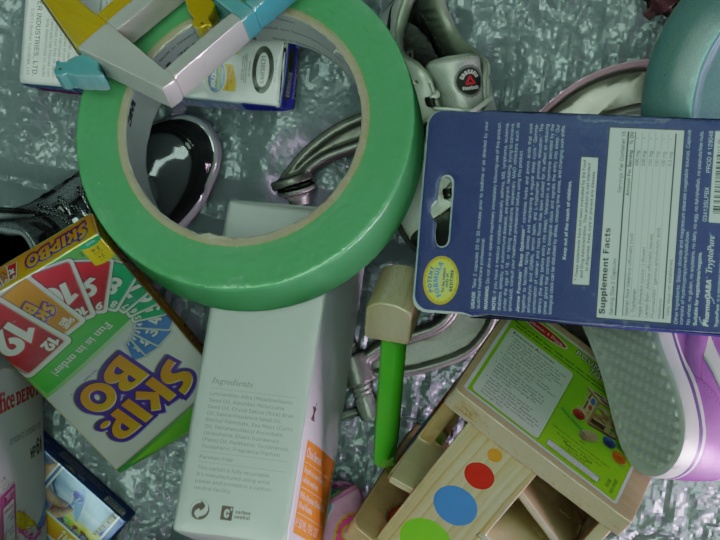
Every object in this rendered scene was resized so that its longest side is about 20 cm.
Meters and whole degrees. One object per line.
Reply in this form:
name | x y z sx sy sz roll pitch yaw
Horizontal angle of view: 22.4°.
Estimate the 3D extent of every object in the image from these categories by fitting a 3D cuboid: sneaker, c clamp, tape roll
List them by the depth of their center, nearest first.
tape roll | -0.064 -0.078 1.061 0.200 0.048 0.201 -2 73 8
sneaker | 0.194 0.030 1.096 0.114 0.073 0.201 5 69 -36
sneaker | 0.052 -0.084 1.099 0.074 0.089 0.200 -13 66 -21
sneaker | -0.176 -0.029 1.144 0.200 0.114 0.076 -34 91 5
c clamp | 0.000 0.000 1.177 0.170 0.027 0.201 -12 93 5

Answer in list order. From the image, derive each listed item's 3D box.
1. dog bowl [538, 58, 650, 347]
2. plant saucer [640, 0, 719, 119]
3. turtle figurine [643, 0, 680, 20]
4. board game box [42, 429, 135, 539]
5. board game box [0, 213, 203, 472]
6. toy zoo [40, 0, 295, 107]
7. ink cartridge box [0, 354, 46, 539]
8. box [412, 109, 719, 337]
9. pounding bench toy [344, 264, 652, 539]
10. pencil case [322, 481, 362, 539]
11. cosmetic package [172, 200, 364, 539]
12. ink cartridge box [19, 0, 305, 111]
dog bowl | 0.184 -0.032 1.147 0.199 0.059 0.201 0 93 5
plant saucer | 0.262 -0.094 1.057 0.200 0.027 0.201 -2 102 -11
turtle figurine | 0.213 -0.194 1.117 0.200 0.150 0.101 44 139 -2
board game box | -0.267 0.146 1.200 0.200 0.034 0.135 42 96 1
board game box | -0.154 0.054 1.129 0.095 0.200 0.030 -30 47 5
toy zoo | -0.102 -0.176 1.059 0.200 0.020 0.131 -42 59 -13
ink cartridge box | -0.248 0.154 1.108 0.084 0.145 0.201 -2 94 5
box | 0.132 -0.028 1.033 0.199 0.032 0.122 4 89 18
pounding bench toy | 0.058 0.108 1.110 0.200 0.124 0.156 37 124 2
pencil case | -0.001 0.237 1.166 0.087 0.087 0.200 -24 92 5
cosmetic package | -0.051 0.068 1.096 0.071 0.101 0.201 5 77 12
ink cartridge box | -0.107 -0.173 1.150 0.199 0.076 0.137 5 95 5
